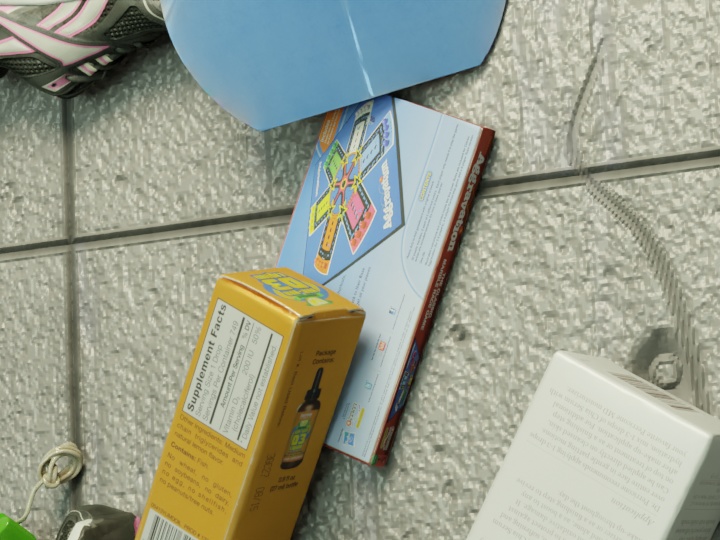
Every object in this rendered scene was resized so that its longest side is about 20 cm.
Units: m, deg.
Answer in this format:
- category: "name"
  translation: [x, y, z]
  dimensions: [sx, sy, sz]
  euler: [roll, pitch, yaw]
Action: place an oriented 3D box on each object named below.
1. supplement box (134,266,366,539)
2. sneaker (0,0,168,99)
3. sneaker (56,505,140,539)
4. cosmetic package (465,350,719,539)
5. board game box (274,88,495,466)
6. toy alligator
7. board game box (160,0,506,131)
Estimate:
- category: "supplement box"
  translation: [-0.067, 0.100, 1.296]
  dimensions: [0.069, 0.066, 0.201]
  euler: [31, 109, 30]
- category: "sneaker"
  translation: [-0.166, -0.148, 1.405]
  dimensions: [0.199, 0.080, 0.087]
  euler: [4, 110, 28]
- category: "sneaker"
  translation: [-0.187, 0.234, 1.355]
  dimensions: [0.086, 0.080, 0.201]
  euler: [10, 84, 40]
- category: "cosmetic package"
  translation: [0.114, 0.154, 1.203]
  dimensions: [0.101, 0.071, 0.201]
  euler: [30, 99, 29]
- category: "board game box"
  translation: [0.000, 0.000, 1.314]
  dimensions: [0.103, 0.019, 0.201]
  euler: [21, 95, 29]
- category: "toy alligator"
  translation: [-0.228, 0.189, 1.374]
  dimensions: [0.200, 0.059, 0.054]
  euler: [-49, 33, -4]
- category: "board game box"
  translation: [-0.016, -0.173, 1.316]
  dimensions: [0.199, 0.039, 0.159]
  euler: [-17, 90, 2]
